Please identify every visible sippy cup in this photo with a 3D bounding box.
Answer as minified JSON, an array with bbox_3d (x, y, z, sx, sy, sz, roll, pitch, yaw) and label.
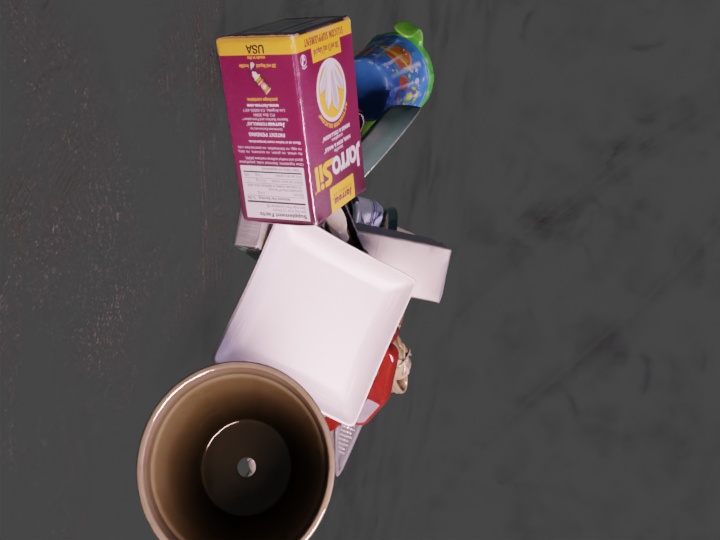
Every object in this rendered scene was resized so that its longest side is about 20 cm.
[{"bbox_3d":[0.032,-0.299,1.286,0.130,0.137,0.182,-39,128,-52],"label":"sippy cup"}]

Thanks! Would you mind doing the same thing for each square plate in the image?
[{"bbox_3d":[-0.054,0.059,0.988,0.201,0.197,0.028,-65,-163,-7],"label":"square plate"}]

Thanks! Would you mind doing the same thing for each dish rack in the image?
[{"bbox_3d":[-0.021,0.204,1.254,0.202,0.043,0.173,90,21,-50],"label":"dish rack"}]

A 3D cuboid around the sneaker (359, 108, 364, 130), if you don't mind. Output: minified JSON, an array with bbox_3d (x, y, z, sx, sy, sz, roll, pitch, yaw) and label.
[{"bbox_3d":[-0.030,-0.209,1.151,0.200,0.086,0.077,-49,145,-65],"label":"sneaker"}]

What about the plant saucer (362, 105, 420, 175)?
[{"bbox_3d":[0.009,-0.174,1.184,0.200,0.036,0.200,-47,-172,9],"label":"plant saucer"}]

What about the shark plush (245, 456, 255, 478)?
[{"bbox_3d":[-0.112,0.241,1.147,0.085,0.089,0.199,68,22,0],"label":"shark plush"}]

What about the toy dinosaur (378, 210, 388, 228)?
[{"bbox_3d":[0.000,0.000,1.250,0.200,0.089,0.047,-42,-175,-20],"label":"toy dinosaur"}]

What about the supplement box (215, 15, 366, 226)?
[{"bbox_3d":[-0.072,-0.169,0.901,0.131,0.101,0.204,-43,133,-53],"label":"supplement box"}]

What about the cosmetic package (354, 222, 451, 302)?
[{"bbox_3d":[0.022,-0.019,1.174,0.107,0.196,0.092,-134,-121,-76],"label":"cosmetic package"}]

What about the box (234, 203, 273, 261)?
[{"bbox_3d":[-0.102,-0.076,1.055,0.200,0.036,0.148,45,55,-71],"label":"box"}]

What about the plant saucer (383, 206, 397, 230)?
[{"bbox_3d":[0.006,-0.019,1.380,0.200,0.035,0.204,-159,-91,-77],"label":"plant saucer"}]

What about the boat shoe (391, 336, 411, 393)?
[{"bbox_3d":[0.045,0.124,1.176,0.201,0.064,0.073,88,18,-57],"label":"boat shoe"}]

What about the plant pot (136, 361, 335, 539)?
[{"bbox_3d":[-0.128,0.210,0.870,0.174,0.195,0.204,112,-9,-76],"label":"plant pot"}]

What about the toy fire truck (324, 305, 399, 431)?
[{"bbox_3d":[-0.035,0.100,1.069,0.169,0.199,0.112,-50,175,27],"label":"toy fire truck"}]

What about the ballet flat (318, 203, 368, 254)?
[{"bbox_3d":[-0.027,-0.032,1.068,0.073,0.072,0.204,-53,127,-61],"label":"ballet flat"}]

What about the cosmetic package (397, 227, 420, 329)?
[{"bbox_3d":[0.044,0.022,1.515,0.088,0.101,0.203,117,-9,-56],"label":"cosmetic package"}]

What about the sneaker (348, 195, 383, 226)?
[{"bbox_3d":[-0.034,-0.027,1.306,0.073,0.070,0.204,26,-85,59],"label":"sneaker"}]
